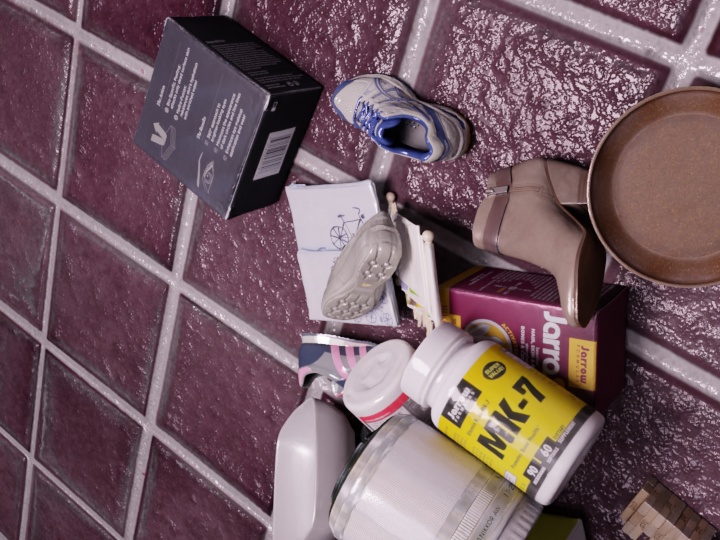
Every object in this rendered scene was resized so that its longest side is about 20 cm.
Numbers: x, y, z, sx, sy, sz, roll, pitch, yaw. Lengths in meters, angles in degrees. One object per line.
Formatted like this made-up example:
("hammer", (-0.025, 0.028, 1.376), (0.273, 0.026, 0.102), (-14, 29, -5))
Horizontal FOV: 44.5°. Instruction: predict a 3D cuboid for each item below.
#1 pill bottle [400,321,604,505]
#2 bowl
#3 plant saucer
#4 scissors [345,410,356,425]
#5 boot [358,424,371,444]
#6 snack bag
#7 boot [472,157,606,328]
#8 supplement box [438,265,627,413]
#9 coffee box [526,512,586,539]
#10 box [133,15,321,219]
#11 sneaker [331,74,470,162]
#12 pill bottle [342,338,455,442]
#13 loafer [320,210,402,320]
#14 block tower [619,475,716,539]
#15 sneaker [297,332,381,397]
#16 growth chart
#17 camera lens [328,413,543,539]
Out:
("pill bottle", (0.149, 0.148, 0.950), (0.200, 0.114, 0.115), (34, 122, 21))
("bowl", (-0.064, 0.299, 1.249), (0.200, 0.074, 0.200), (129, 146, -53))
("plant saucer", (0.332, -0.084, 0.891), (0.200, 0.037, 0.201), (3, 101, 16))
("scissors", (-0.011, 0.197, 1.282), (0.073, 0.014, 0.200), (51, 129, 9))
("boot", (0.035, 0.320, 1.216), (0.198, 0.073, 0.163), (42, 122, 51))
("snack bag", (-0.028, -0.024, 1.193), (0.188, 0.021, 0.201), (3, 107, 48))
("boot", (0.192, -0.033, 0.967), (0.146, 0.070, 0.201), (1, 62, 33))
("supplement box", (0.199, 0.079, 1.029), (0.199, 0.103, 0.131), (8, 109, 34))
("coffee box", (0.165, 0.431, 1.097), (0.199, 0.200, 0.198), (-1, 111, 37))
("box", (-0.186, -0.214, 1.207), (0.200, 0.117, 0.197), (39, 124, 19))
("sneaker", (0.034, -0.188, 1.073), (0.200, 0.088, 0.076), (25, 120, 30))
("pill bottle", (0.080, 0.188, 1.109), (0.111, 0.111, 0.200), (-23, 121, 39))
("loafer", (0.000, 0.000, 1.113), (0.200, 0.070, 0.070), (129, 148, -51))
("block tower", (0.392, 0.329, 1.001), (0.200, 0.054, 0.058), (39, 125, 21))
("sneaker", (0.002, 0.137, 1.196), (0.199, 0.070, 0.082), (6, 80, 32))
("growth chart", (0.064, -0.005, 1.081), (0.200, 0.018, 0.145), (-126, 28, -68))
("camera lens", (0.077, 0.267, 0.967), (0.200, 0.160, 0.160), (31, 121, 18))
